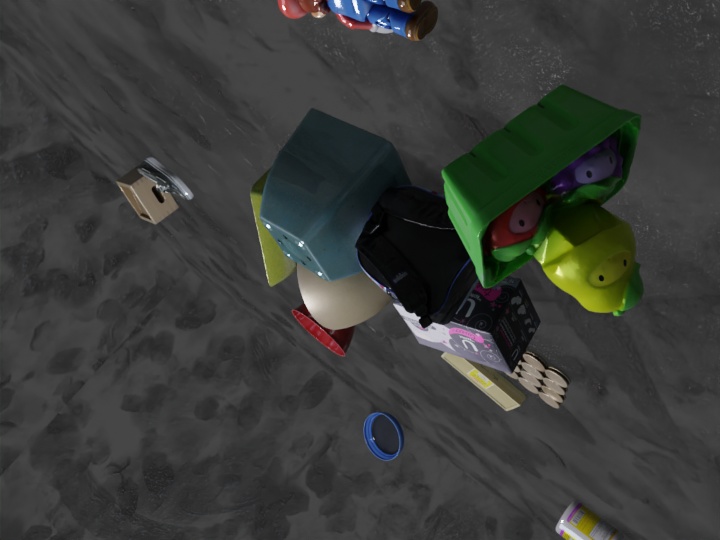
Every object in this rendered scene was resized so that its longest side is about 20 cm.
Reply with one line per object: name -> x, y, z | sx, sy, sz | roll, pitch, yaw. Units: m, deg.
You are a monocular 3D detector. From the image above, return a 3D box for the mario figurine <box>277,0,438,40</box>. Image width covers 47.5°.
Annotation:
mario figurine -> -0.008, -0.321, 0.887 | 0.199, 0.106, 0.124 | 23, 123, 24

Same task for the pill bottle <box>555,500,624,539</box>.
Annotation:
pill bottle -> 0.632, 0.717, 2.190 | 0.199, 0.104, 0.104 | 34, 164, 27

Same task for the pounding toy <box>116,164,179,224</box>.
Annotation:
pounding toy -> -0.696, -0.253, 2.761 | 0.184, 0.142, 0.201 | 19, 143, 55

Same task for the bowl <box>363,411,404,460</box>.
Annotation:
bowl -> 0.099, 0.676, 3.353 | 0.200, 0.039, 0.202 | 11, 106, 42

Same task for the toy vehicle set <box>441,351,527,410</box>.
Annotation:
toy vehicle set -> 0.276, 0.238, 1.850 | 0.200, 0.027, 0.124 | 40, 166, 5

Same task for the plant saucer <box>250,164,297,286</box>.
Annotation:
plant saucer -> -0.114, -0.103, 1.459 | 0.048, 0.200, 0.201 | 7, 127, 22

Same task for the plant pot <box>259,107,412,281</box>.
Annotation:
plant pot -> -0.047, -0.104, 1.326 | 0.195, 0.200, 0.197 | 30, 162, 37

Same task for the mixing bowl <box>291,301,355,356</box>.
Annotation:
mixing bowl -> -0.088, 0.141, 2.342 | 0.200, 0.109, 0.200 | 38, 166, 11

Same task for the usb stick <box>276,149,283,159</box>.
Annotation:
usb stick -> -0.084, -0.161, 1.590 | 0.200, 0.033, 0.055 | 42, 165, -5

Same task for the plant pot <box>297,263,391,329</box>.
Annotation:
plant pot -> 0.000, 0.000, 1.460 | 0.134, 0.201, 0.201 | -8, 137, 32

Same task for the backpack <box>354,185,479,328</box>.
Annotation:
backpack -> 0.097, -0.033, 1.227 | 0.190, 0.201, 0.154 | 34, 179, 27

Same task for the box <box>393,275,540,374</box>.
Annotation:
box -> 0.177, 0.072, 1.374 | 0.199, 0.115, 0.132 | 15, 153, 39

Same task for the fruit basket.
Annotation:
fruit basket -> 0.205, -0.052, 0.816 | 0.215, 0.216, 0.156 | 34, 164, 24

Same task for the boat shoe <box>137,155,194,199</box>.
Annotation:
boat shoe -> -0.606, -0.272, 2.538 | 0.200, 0.071, 0.072 | 37, 165, 13

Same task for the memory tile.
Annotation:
memory tile -> 0.338, 0.199, 1.598 | 0.153, 0.017, 0.200 | 36, 164, 20
